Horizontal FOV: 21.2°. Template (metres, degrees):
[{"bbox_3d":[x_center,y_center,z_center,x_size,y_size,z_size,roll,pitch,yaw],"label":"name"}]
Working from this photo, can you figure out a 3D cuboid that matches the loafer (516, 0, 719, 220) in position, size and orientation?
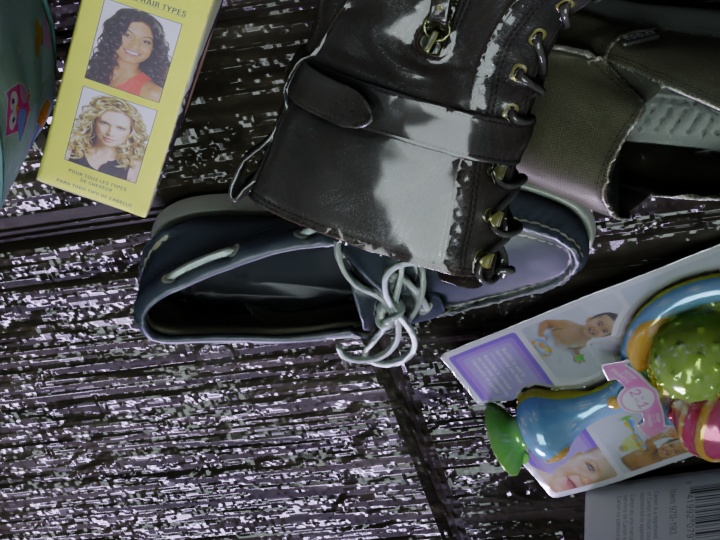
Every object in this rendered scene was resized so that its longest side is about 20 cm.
[{"bbox_3d":[0.087,-0.063,0.733,0.198,0.070,0.076,1,134,8],"label":"loafer"}]

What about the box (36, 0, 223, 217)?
[{"bbox_3d":[-0.071,-0.118,0.706,0.050,0.076,0.201,18,135,-5],"label":"box"}]

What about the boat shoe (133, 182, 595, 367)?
[{"bbox_3d":[0.000,0.000,0.813,0.198,0.062,0.075,0,132,8],"label":"boat shoe"}]

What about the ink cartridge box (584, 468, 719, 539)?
[{"bbox_3d":[0.206,0.164,0.878,0.198,0.146,0.084,-9,131,17],"label":"ink cartridge box"}]

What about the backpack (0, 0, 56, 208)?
[{"bbox_3d":[-0.220,-0.074,0.718,0.198,0.154,0.177,0,129,6],"label":"backpack"}]

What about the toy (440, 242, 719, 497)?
[{"bbox_3d":[0.147,0.053,0.850,0.198,0.048,0.115,-20,129,26],"label":"toy"}]

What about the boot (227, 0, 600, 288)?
[{"bbox_3d":[0.058,-0.077,0.686,0.198,0.069,0.176,13,110,10],"label":"boot"}]
